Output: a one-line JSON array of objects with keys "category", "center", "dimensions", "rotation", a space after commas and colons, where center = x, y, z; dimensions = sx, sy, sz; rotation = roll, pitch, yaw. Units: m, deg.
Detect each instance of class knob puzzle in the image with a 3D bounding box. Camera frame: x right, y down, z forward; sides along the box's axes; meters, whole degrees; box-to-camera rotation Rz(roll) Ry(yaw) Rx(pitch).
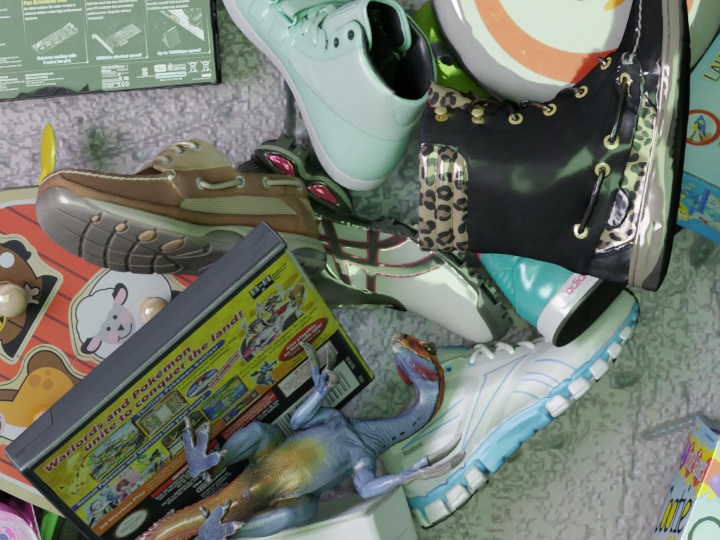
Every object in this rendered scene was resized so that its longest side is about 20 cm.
[{"category": "knob puzzle", "center": [-0.193, 0.039, 1.478], "dimensions": [0.219, 0.030, 0.221], "rotation": [-5, 104, -23]}]

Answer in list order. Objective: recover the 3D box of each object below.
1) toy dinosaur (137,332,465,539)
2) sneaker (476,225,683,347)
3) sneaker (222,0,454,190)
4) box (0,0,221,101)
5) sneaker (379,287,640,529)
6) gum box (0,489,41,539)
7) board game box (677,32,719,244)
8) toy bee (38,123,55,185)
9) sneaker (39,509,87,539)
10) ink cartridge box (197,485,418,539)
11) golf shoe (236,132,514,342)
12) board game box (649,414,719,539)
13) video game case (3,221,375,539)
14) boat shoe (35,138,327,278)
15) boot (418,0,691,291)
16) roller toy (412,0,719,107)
[{"category": "toy dinosaur", "center": [-0.032, 0.102, 1.523], "dimensions": [0.200, 0.181, 0.105], "rotation": [-27, 83, 42]}, {"category": "sneaker", "center": [0.143, -0.056, 1.572], "dimensions": [0.121, 0.084, 0.200], "rotation": [39, 68, 18]}, {"category": "sneaker", "center": [-0.015, -0.161, 1.523], "dimensions": [0.074, 0.118, 0.201], "rotation": [-21, 73, -32]}, {"category": "box", "center": [-0.193, -0.187, 1.573], "dimensions": [0.199, 0.050, 0.158], "rotation": [-5, 94, 0]}, {"category": "sneaker", "center": [0.088, 0.069, 1.585], "dimensions": [0.200, 0.075, 0.087], "rotation": [-42, 88, 3]}, {"category": "gum box", "center": [-0.253, 0.105, 1.557], "dimensions": [0.066, 0.113, 0.201], "rotation": [-14, 95, -17]}, {"category": "board game box", "center": [0.297, -0.083, 1.502], "dimensions": [0.195, 0.056, 0.200], "rotation": [28, 62, 21]}, {"category": "toy bee", "center": [-0.176, -0.028, 1.557], "dimensions": [0.199, 0.109, 0.131], "rotation": [-19, 92, 1]}, {"category": "sneaker", "center": [-0.130, 0.114, 1.584], "dimensions": [0.084, 0.077, 0.200], "rotation": [41, 94, 1]}, {"category": "ink cartridge box", "center": [-0.020, 0.251, 1.573], "dimensions": [0.145, 0.087, 0.201], "rotation": [-16, 96, 17]}, {"category": "golf shoe", "center": [0.000, 0.000, 1.571], "dimensions": [0.200, 0.077, 0.088], "rotation": [32, 81, 6]}, {"category": "board game box", "center": [0.229, 0.207, 1.578], "dimensions": [0.103, 0.105, 0.201], "rotation": [21, 93, -1]}, {"category": "video game case", "center": [-0.096, 0.084, 1.492], "dimensions": [0.200, 0.181, 0.026], "rotation": [-41, 57, -6]}, {"category": "boat shoe", "center": [-0.106, -0.038, 1.473], "dimensions": [0.076, 0.200, 0.072], "rotation": [-20, 67, 42]}, {"category": "boot", "center": [0.113, -0.093, 1.443], "dimensions": [0.150, 0.073, 0.201], "rotation": [5, 95, 11]}, {"category": "roller toy", "center": [0.131, -0.186, 1.529], "dimensions": [0.182, 0.140, 0.201], "rotation": [13, 94, -1]}]
